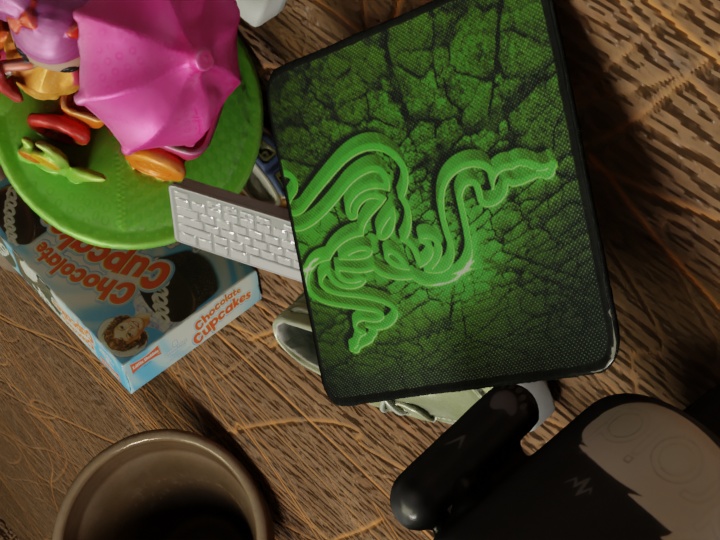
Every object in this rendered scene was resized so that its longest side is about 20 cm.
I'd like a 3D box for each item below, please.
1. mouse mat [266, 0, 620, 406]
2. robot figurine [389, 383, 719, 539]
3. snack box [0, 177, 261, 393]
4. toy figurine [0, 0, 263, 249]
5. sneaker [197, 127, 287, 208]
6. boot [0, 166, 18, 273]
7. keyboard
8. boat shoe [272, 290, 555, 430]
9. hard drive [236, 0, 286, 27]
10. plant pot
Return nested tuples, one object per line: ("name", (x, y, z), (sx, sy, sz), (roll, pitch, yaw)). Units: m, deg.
("mouse mat", (0.027, -0.028, 0.686), (0.199, 0.007, 0.163), (-14, 87, 54))
("robot figurine", (0.097, 0.132, 0.651), (0.150, 0.199, 0.126), (31, 150, 44))
("snack box", (-0.175, -0.014, 1.134), (0.200, 0.116, 0.037), (41, 156, 31))
("toy figurine", (-0.130, -0.108, 0.781), (0.198, 0.152, 0.184), (21, 168, -9))
("sneaker", (-0.102, -0.089, 0.925), (0.202, 0.075, 0.088), (60, 168, -2))
("boot", (-0.317, -0.074, 1.417), (0.146, 0.070, 0.201), (38, 155, 22))
("keyboard", (0.000, 0.000, 0.789), (0.198, 0.011, 0.057), (18, 147, 6))
("boat shoe", (0.025, 0.052, 0.877), (0.199, 0.062, 0.073), (22, 143, 53))
("hard drive", (-0.063, -0.208, 0.723), (0.132, 0.027, 0.200), (52, 159, 6))
("plant pot", (-0.163, 0.258, 1.464), (0.201, 0.200, 0.175), (47, 176, 16))
